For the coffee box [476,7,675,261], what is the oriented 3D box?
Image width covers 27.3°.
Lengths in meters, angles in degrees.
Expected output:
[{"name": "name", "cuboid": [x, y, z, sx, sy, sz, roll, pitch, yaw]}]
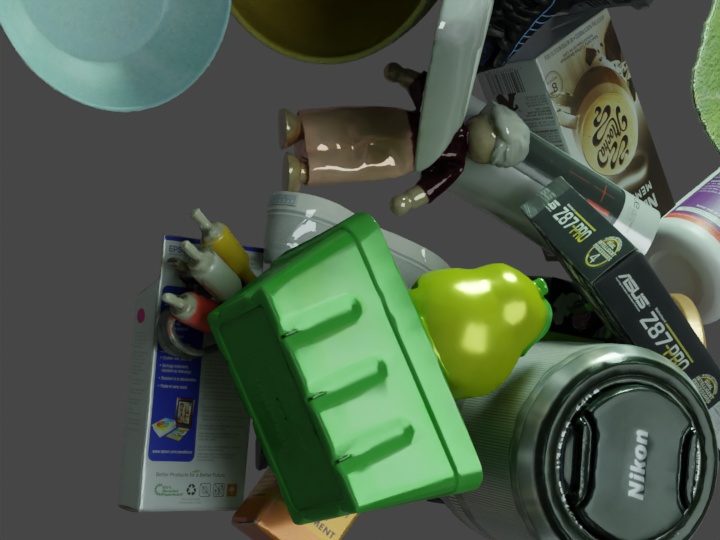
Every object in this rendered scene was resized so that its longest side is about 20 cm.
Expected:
[{"name": "coffee box", "cuboid": [0.196, -0.119, 1.338, 0.113, 0.080, 0.200, -38, 114, -34]}]

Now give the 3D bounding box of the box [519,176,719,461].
[{"name": "box", "cuboid": [0.215, 0.036, 1.149, 0.049, 0.161, 0.200, -38, 115, 2]}]

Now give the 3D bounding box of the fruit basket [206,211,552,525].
[{"name": "fruit basket", "cuboid": [0.026, 0.059, 1.026, 0.215, 0.155, 0.216, 9, 72, -29]}]

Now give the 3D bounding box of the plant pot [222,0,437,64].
[{"name": "plant pot", "cuboid": [0.000, -0.265, 1.118, 0.142, 0.199, 0.201, -30, 111, -60]}]

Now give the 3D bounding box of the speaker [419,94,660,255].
[{"name": "speaker", "cuboid": [0.151, -0.066, 1.249, 0.200, 0.081, 0.081, 31, 68, -7]}]

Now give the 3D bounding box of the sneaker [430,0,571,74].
[{"name": "sneaker", "cuboid": [0.122, -0.209, 1.200, 0.070, 0.200, 0.078, 32, 64, -12]}]

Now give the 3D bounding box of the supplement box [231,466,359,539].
[{"name": "supplement box", "cuboid": [-0.009, 0.127, 1.115, 0.066, 0.069, 0.200, 39, 69, -10]}]

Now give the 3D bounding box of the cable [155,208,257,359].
[{"name": "cable", "cuboid": [-0.074, 0.040, 1.086, 0.200, 0.050, 0.097, 34, 67, -38]}]

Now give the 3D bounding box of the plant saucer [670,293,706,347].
[{"name": "plant saucer", "cuboid": [0.261, 0.119, 1.343, 0.037, 0.200, 0.201, 8, 85, -7]}]

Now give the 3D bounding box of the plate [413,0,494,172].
[{"name": "plate", "cuboid": [0.079, -0.195, 1.067, 0.032, 0.200, 0.201, 14, 66, 3]}]

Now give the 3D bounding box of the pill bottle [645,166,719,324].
[{"name": "pill bottle", "cuboid": [0.364, -0.038, 1.462, 0.200, 0.112, 0.113, -35, 112, -34]}]

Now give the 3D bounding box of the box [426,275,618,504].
[{"name": "box", "cuboid": [0.159, 0.113, 1.281, 0.148, 0.124, 0.201, 12, 84, -38]}]

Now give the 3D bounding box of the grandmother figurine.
[{"name": "grandmother figurine", "cuboid": [0.037, -0.104, 1.166, 0.199, 0.061, 0.122, -2, 91, -11]}]

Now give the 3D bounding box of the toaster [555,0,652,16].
[{"name": "toaster", "cuboid": [0.182, -0.304, 1.292, 0.200, 0.113, 0.130, 9, 80, -54]}]

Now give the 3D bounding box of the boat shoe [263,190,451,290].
[{"name": "boat shoe", "cuboid": [0.000, 0.000, 1.170, 0.200, 0.072, 0.069, 28, 73, -49]}]

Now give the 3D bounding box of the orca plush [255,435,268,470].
[{"name": "orca plush", "cuboid": [0.010, 0.135, 1.192, 0.199, 0.071, 0.106, -11, 82, -19]}]

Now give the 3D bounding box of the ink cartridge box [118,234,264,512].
[{"name": "ink cartridge box", "cuboid": [-0.124, 0.078, 1.098, 0.095, 0.037, 0.201, 8, 88, -41]}]

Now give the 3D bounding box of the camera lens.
[{"name": "camera lens", "cuboid": [0.150, 0.132, 1.084, 0.159, 0.200, 0.161, 0, 89, -22]}]

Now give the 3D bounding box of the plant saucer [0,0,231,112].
[{"name": "plant saucer", "cuboid": [-0.182, -0.211, 1.043, 0.201, 0.039, 0.202, -2, 92, -41]}]
